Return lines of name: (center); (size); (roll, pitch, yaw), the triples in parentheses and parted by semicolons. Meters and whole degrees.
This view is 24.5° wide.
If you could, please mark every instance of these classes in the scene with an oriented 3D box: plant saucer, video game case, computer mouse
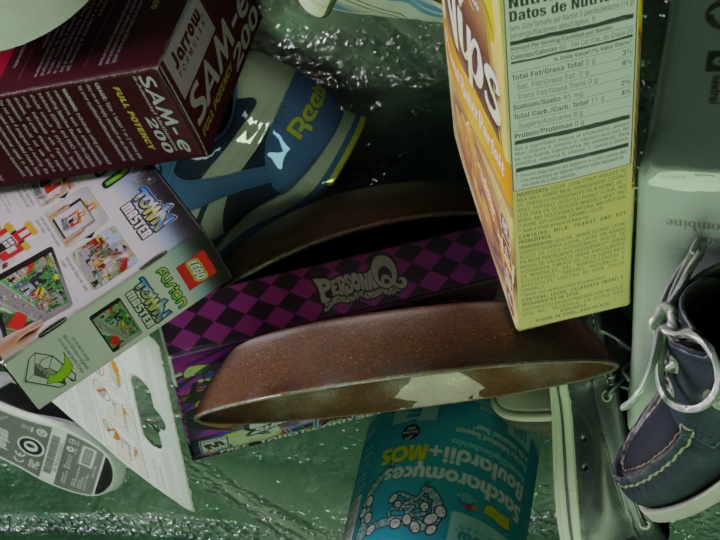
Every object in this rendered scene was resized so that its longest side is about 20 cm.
plant saucer: (0.020, 0.043, 0.773); (0.198, 0.035, 0.200); (-6, 171, -1)
plant saucer: (0.000, 0.000, 0.898); (0.199, 0.037, 0.201); (-14, 159, -6)
video game case: (-0.005, 0.041, 0.896); (0.198, 0.036, 0.182); (-13, 158, -7)
computer mouse: (-0.247, 0.093, 1.128); (0.199, 0.044, 0.110); (24, 134, -2)

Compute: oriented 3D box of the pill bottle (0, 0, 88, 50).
pill bottle: (-0.192, -0.200, 0.725); (0.109, 0.110, 0.201); (-5, 136, 21)

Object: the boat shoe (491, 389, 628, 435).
boat shoe: (0.172, 0.066, 0.953); (0.199, 0.067, 0.057); (-18, 125, 28)

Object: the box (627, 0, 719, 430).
box: (0.223, -0.043, 0.712); (0.198, 0.200, 0.172); (6, 139, 13)

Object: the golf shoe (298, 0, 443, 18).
golf shoe: (0.056, -0.158, 0.699); (0.198, 0.079, 0.098); (-5, 124, 4)

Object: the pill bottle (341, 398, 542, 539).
pill bottle: (0.045, 0.161, 0.994); (0.110, 0.201, 0.111); (8, 140, 7)

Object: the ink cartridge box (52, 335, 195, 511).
ink cartridge box: (-0.158, 0.027, 0.951); (0.199, 0.050, 0.163); (32, 147, 28)

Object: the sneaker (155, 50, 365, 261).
sneaker: (-0.087, -0.051, 0.897); (0.082, 0.074, 0.200); (40, 127, -22)

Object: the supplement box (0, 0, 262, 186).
supplement box: (-0.159, -0.100, 0.830); (0.198, 0.109, 0.061); (-6, 134, 24)

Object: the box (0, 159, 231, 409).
box: (-0.152, -0.026, 0.823); (0.110, 0.200, 0.035); (-33, 130, -6)

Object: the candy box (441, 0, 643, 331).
candy box: (0.068, -0.082, 0.647); (0.055, 0.116, 0.201); (-14, 143, -2)

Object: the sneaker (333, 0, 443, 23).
sneaker: (0.019, -0.147, 0.765); (0.198, 0.072, 0.072); (16, 166, -7)

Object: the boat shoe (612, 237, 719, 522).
boat shoe: (0.140, 0.022, 0.601); (0.061, 0.075, 0.200); (24, 138, -9)

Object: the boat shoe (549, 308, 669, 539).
boat shoe: (0.134, 0.056, 0.889); (0.062, 0.075, 0.202); (-3, 93, 21)
